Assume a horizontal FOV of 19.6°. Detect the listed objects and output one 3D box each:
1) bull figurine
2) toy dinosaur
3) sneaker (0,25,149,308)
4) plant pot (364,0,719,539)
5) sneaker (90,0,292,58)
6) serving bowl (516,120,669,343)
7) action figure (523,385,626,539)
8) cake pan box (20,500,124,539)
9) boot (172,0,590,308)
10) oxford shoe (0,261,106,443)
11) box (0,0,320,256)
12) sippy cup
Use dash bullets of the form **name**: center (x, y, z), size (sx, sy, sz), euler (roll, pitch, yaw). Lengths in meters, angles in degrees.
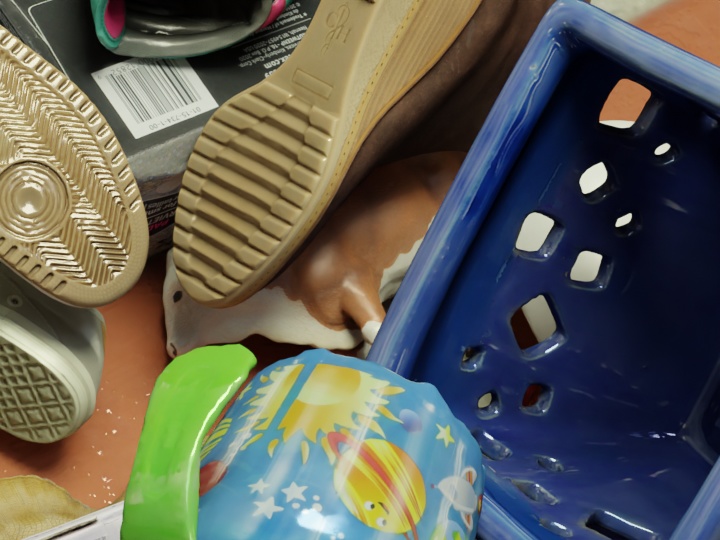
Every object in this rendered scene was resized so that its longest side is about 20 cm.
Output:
- **bull figurine**: center (0.000, 0.000, 0.982), size (0.122, 0.065, 0.200), euler (48, 54, 8)
- **toy dinosaur**: center (-0.143, 0.125, 0.847), size (0.199, 0.058, 0.101), euler (-12, 50, -24)
- **sneaker**: center (-0.169, -0.063, 0.880), size (0.070, 0.108, 0.200), euler (-43, 94, -17)
- **plant pot**: center (0.146, 0.032, 0.824), size (0.179, 0.201, 0.200), euler (17, 15, -40)
- **sneaker**: center (-0.109, -0.155, 0.884), size (0.199, 0.084, 0.121), euler (21, 43, -11)
- **serving bowl**: center (0.162, 0.004, 1.012), size (0.199, 0.066, 0.201), euler (28, 41, -27)
- **action figure**: center (0.136, 0.133, 0.956), size (0.065, 0.052, 0.201), euler (-4, 58, -55)
- **cake pan box**: center (-0.094, 0.185, 0.774), size (0.199, 0.052, 0.186), euler (-21, 94, -33)
- **boot**: center (0.017, -0.062, 0.925), size (0.072, 0.201, 0.166), euler (39, 15, 31)
- **oxford shoe**: center (-0.192, -0.002, 0.893), size (0.199, 0.075, 0.058), euler (35, 39, -1)
- **box**: center (-0.082, -0.096, 0.979), size (0.199, 0.115, 0.132), euler (-26, 71, -34)
- **sippy cup**: center (-0.018, 0.105, 0.740), size (0.139, 0.178, 0.131), euler (22, 54, 3)
